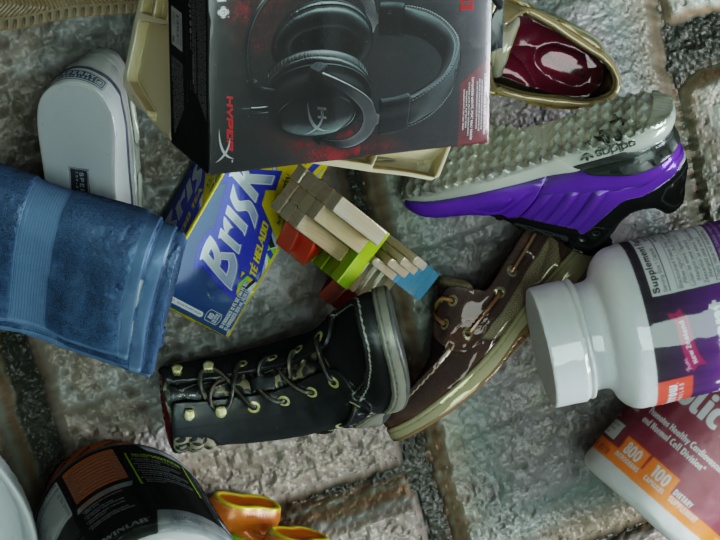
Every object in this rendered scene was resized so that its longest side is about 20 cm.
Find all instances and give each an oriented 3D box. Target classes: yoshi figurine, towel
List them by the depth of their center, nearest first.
[{"bbox_3d":[-0.212,-0.010,1.539,0.199,0.049,0.112,19,123,6],"label":"towel"},{"bbox_3d":[-0.102,0.259,1.681,0.111,0.112,0.201,18,102,-6],"label":"yoshi figurine"}]

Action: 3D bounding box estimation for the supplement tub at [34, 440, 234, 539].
[{"bbox_3d":[-0.146,0.188,1.590,0.122,0.200,0.123,-4,107,-15],"label":"supplement tub"}]

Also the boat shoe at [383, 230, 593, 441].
[{"bbox_3d":[0.079,0.032,1.693,0.200,0.072,0.072,-45,92,-1],"label":"boat shoe"}]

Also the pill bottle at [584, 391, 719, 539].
[{"bbox_3d":[0.263,0.097,1.737,0.114,0.114,0.200,40,91,-22],"label":"pill bottle"}]

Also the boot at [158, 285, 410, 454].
[{"bbox_3d":[-0.052,0.072,1.601,0.153,0.204,0.074,-9,74,-10],"label":"boot"}]

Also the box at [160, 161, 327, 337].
[{"bbox_3d":[-0.072,-0.063,1.613,0.064,0.070,0.201,28,95,-23],"label":"box"}]

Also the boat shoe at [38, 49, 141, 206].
[{"bbox_3d":[-0.174,-0.048,1.583,0.071,0.066,0.201,8,122,14],"label":"boat shoe"}]

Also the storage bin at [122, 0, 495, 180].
[{"bbox_3d":[-0.024,-0.172,1.500,0.199,0.094,0.200,7,106,-27],"label":"storage bin"}]

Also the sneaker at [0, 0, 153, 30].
[{"bbox_3d":[-0.216,-0.196,1.497,0.199,0.108,0.071,-4,113,-38],"label":"sneaker"}]

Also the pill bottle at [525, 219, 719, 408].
[{"bbox_3d":[0.216,0.029,1.630,0.199,0.111,0.112,-13,109,-3],"label":"pill bottle"}]

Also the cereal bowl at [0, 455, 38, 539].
[{"bbox_3d":[-0.311,0.179,1.596,0.199,0.083,0.202,-3,105,-11],"label":"cereal bowl"}]

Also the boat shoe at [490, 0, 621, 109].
[{"bbox_3d":[0.088,-0.157,1.638,0.199,0.066,0.075,13,100,-20],"label":"boat shoe"}]

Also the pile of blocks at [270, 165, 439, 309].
[{"bbox_3d":[0.000,0.000,1.609,0.062,0.082,0.200,-52,152,1],"label":"pile of blocks"}]

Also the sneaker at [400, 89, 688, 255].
[{"bbox_3d":[0.128,-0.049,1.648,0.199,0.070,0.100,-11,123,20],"label":"sneaker"}]

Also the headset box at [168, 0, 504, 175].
[{"bbox_3d":[-0.008,-0.145,1.418,0.199,0.077,0.150,-7,111,-21],"label":"headset box"}]
